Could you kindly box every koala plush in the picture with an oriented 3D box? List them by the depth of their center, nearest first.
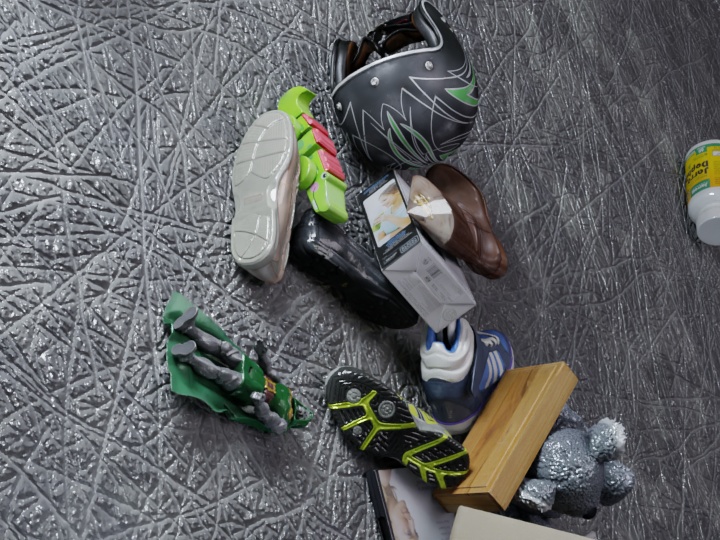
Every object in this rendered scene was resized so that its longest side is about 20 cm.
[{"bbox_3d":[0.232,0.235,1.641,0.185,0.176,0.200,60,-5,2],"label":"koala plush"}]

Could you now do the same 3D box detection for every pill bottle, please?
[{"bbox_3d":[0.697,-0.151,2.697,0.113,0.112,0.201,42,40,-34],"label":"pill bottle"}]

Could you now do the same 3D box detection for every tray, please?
[{"bbox_3d":[0.170,0.194,1.607,0.037,0.098,0.200,50,55,-20],"label":"tray"}]

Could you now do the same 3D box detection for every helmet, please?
[{"bbox_3d":[0.056,-0.221,1.718,0.200,0.199,0.192,37,35,-38],"label":"helmet"}]

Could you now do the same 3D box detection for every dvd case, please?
[{"bbox_3d":[0.074,0.319,1.553,0.142,0.017,0.202,7,65,-55],"label":"dvd case"}]

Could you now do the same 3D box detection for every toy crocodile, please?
[{"bbox_3d":[-0.053,-0.132,1.589,0.067,0.062,0.201,33,26,-41],"label":"toy crocodile"}]

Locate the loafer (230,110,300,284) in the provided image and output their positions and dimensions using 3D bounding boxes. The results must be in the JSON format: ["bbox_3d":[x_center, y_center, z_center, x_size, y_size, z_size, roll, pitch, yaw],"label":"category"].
[{"bbox_3d":[-0.102,-0.080,1.515,0.063,0.071,0.202,52,37,-52],"label":"loafer"}]

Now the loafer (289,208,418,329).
[{"bbox_3d":[0.000,0.000,1.600,0.200,0.068,0.071,38,50,-32],"label":"loafer"}]

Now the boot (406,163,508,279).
[{"bbox_3d":[0.095,-0.085,1.658,0.200,0.064,0.187,26,27,-58],"label":"boot"}]

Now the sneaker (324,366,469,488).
[{"bbox_3d":[0.033,0.176,1.552,0.200,0.076,0.076,40,0,-21],"label":"sneaker"}]

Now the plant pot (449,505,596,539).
[{"bbox_3d":[0.191,0.399,1.496,0.200,0.199,0.178,49,60,-40],"label":"plant pot"}]

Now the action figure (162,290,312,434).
[{"bbox_3d":[-0.115,0.110,1.378,0.200,0.054,0.119,40,37,-42],"label":"action figure"}]

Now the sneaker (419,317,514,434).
[{"bbox_3d":[0.132,0.089,1.691,0.200,0.080,0.148,-53,140,-49],"label":"sneaker"}]

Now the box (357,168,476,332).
[{"bbox_3d":[0.065,-0.027,1.655,0.117,0.060,0.200,47,13,-28],"label":"box"}]

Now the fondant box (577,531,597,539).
[{"bbox_3d":[0.283,0.451,1.743,0.144,0.058,0.202,-12,79,-58],"label":"fondant box"}]
